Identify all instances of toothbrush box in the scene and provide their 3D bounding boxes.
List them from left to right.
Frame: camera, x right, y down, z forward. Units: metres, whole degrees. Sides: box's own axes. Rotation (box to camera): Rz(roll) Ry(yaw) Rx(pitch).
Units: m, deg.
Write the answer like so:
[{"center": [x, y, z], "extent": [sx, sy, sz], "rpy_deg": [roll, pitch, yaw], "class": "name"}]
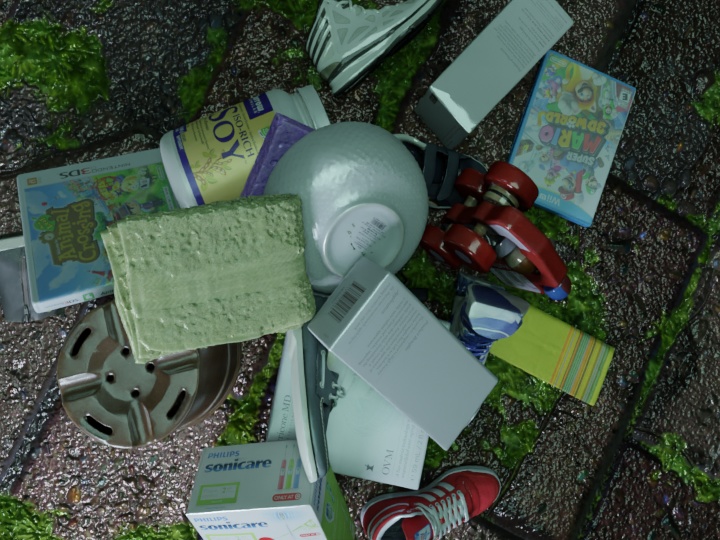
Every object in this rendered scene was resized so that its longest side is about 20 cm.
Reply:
[{"center": [-0.095, 0.294, 0.768], "extent": [0.141, 0.087, 0.204], "rpy_deg": [-7, 129, 10], "class": "toothbrush box"}]

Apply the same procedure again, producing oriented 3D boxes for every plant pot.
[{"center": [-0.247, 0.108, 0.767], "extent": [0.193, 0.198, 0.208], "rpy_deg": [0, 90, -4], "class": "plant pot"}]

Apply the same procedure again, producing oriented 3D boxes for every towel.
[{"center": [-0.144, 0.003, 0.653], "extent": [0.194, 0.036, 0.153], "rpy_deg": [-12, 111, -16], "class": "towel"}, {"center": [0.252, 0.104, 0.906], "extent": [0.196, 0.018, 0.088], "rpy_deg": [27, 82, -4], "class": "towel"}]

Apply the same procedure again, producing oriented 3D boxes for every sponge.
[{"center": [-0.086, -0.069, 0.756], "extent": [0.109, 0.030, 0.203], "rpy_deg": [14, 118, -32], "class": "sponge"}]

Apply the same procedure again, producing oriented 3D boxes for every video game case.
[{"center": [-0.302, -0.057, 0.777], "extent": [0.177, 0.022, 0.203], "rpy_deg": [-15, 56, -18], "class": "video game case"}, {"center": [0.287, -0.183, 0.910], "extent": [0.139, 0.018, 0.206], "rpy_deg": [20, 88, -6], "class": "video game case"}]

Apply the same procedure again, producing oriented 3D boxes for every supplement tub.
[{"center": [-0.129, -0.131, 0.806], "extent": [0.195, 0.145, 0.149], "rpy_deg": [-23, 92, -5], "class": "supplement tub"}]

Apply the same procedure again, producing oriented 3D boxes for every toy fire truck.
[{"center": [0.176, -0.031, 0.796], "extent": [0.167, 0.200, 0.113], "rpy_deg": [38, 84, -15], "class": "toy fire truck"}]

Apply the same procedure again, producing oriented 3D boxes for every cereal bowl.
[{"center": [-0.009, -0.053, 0.727], "extent": [0.194, 0.084, 0.205], "rpy_deg": [-11, 127, -14], "class": "cereal bowl"}]

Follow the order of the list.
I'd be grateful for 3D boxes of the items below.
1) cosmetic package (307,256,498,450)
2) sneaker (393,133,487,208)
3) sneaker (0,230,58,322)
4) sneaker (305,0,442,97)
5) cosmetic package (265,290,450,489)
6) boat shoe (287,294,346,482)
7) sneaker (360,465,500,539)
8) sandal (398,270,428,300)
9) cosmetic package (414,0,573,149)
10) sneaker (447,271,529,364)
[{"center": [0.049, 0.091, 0.707], "extent": [0.102, 0.074, 0.200], "rpy_deg": [-48, 118, -6], "class": "cosmetic package"}, {"center": [0.083, -0.128, 0.861], "extent": [0.193, 0.079, 0.081], "rpy_deg": [7, 88, -7], "class": "sneaker"}, {"center": [-0.361, -0.006, 0.829], "extent": [0.194, 0.075, 0.110], "rpy_deg": [-11, 105, -8], "class": "sneaker"}, {"center": [0.011, -0.334, 0.856], "extent": [0.199, 0.076, 0.116], "rpy_deg": [-39, 95, -2], "class": "sneaker"}, {"center": [-0.008, 0.141, 0.828], "extent": [0.194, 0.123, 0.206], "rpy_deg": [12, 88, -4], "class": "cosmetic package"}, {"center": [-0.043, 0.119, 0.709], "extent": [0.060, 0.073, 0.206], "rpy_deg": [-2, 64, -14], "class": "boat shoe"}, {"center": [0.099, 0.314, 0.840], "extent": [0.194, 0.112, 0.073], "rpy_deg": [-16, 91, -5], "class": "sneaker"}, {"center": [0.000, 0.000, 0.851], "extent": [0.194, 0.076, 0.044], "rpy_deg": [17, 90, -5], "class": "sandal"}, {"center": [0.168, -0.263, 0.854], "extent": [0.081, 0.113, 0.201], "rpy_deg": [43, 88, -3], "class": "cosmetic package"}, {"center": [0.146, 0.076, 0.812], "extent": [0.078, 0.200, 0.119], "rpy_deg": [16, 98, 0], "class": "sneaker"}]
